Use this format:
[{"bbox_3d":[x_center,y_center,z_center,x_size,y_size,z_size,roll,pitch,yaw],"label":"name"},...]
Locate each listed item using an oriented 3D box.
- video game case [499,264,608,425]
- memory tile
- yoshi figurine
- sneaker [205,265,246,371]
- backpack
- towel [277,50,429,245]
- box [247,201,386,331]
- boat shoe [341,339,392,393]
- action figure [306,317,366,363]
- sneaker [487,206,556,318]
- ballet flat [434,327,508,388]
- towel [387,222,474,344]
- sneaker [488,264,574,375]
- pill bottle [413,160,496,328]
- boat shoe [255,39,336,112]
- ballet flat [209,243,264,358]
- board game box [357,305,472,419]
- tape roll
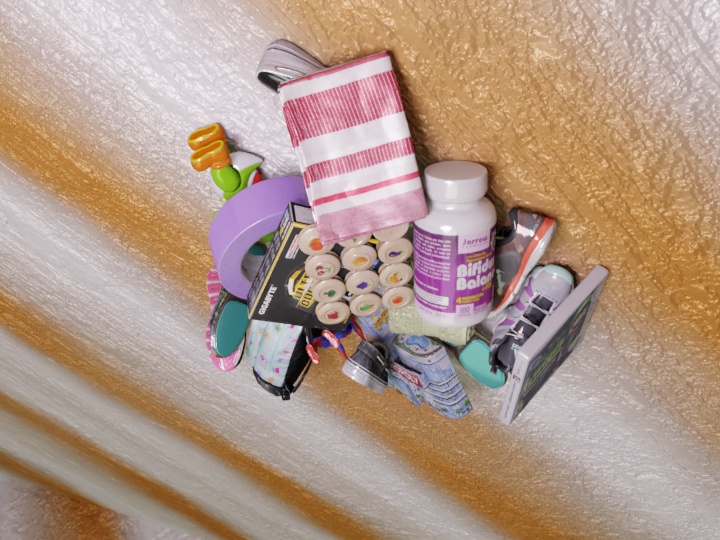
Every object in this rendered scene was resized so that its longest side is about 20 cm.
[{"bbox_3d":[0.278,0.111,0.946,0.023,0.199,0.184,35,150,28],"label":"video game case"},{"bbox_3d":[0.000,0.000,0.901,0.150,0.017,0.202,-12,138,-2],"label":"memory tile"},{"bbox_3d":[-0.201,-0.110,0.989,0.110,0.113,0.202,13,147,36],"label":"yoshi figurine"},{"bbox_3d":[-0.233,0.091,1.181,0.072,0.204,0.088,-14,151,6],"label":"sneaker"},{"bbox_3d":[-0.131,0.106,1.165,0.124,0.169,0.202,19,134,1],"label":"backpack"},{"bbox_3d":[-0.007,-0.142,0.788,0.141,0.023,0.204,-15,106,1],"label":"towel"},{"bbox_3d":[-0.060,0.002,0.937,0.156,0.050,0.201,9,135,-26],"label":"box"},{"bbox_3d":[0.023,0.155,1.080,0.071,0.072,0.200,34,176,12],"label":"boat shoe"},{"bbox_3d":[-0.026,0.131,1.125,0.065,0.200,0.100,-37,91,13],"label":"action figure"},{"bbox_3d":[0.205,-0.016,0.937,0.081,0.077,0.202,32,135,10],"label":"sneaker"},{"bbox_3d":[0.173,0.112,1.089,0.199,0.071,0.071,41,139,-10],"label":"ballet flat"},{"bbox_3d":[0.107,0.019,0.992,0.145,0.037,0.204,8,120,14],"label":"towel"},{"bbox_3d":[0.247,0.093,0.971,0.076,0.141,0.202,25,142,4],"label":"sneaker"},{"bbox_3d":[0.125,-0.036,0.872,0.110,0.113,0.204,6,118,19],"label":"pill bottle"},{"bbox_3d":[-0.040,-0.208,0.816,0.196,0.068,0.074,25,143,-3],"label":"boat shoe"},{"bbox_3d":[-0.217,0.049,1.114,0.073,0.204,0.074,17,164,5],"label":"ballet flat"},{"bbox_3d":[0.081,0.150,1.132,0.199,0.061,0.202,26,150,55],"label":"board game box"},{"bbox_3d":[-0.120,-0.042,0.966,0.196,0.066,0.202,-18,146,-12],"label":"tape roll"}]
